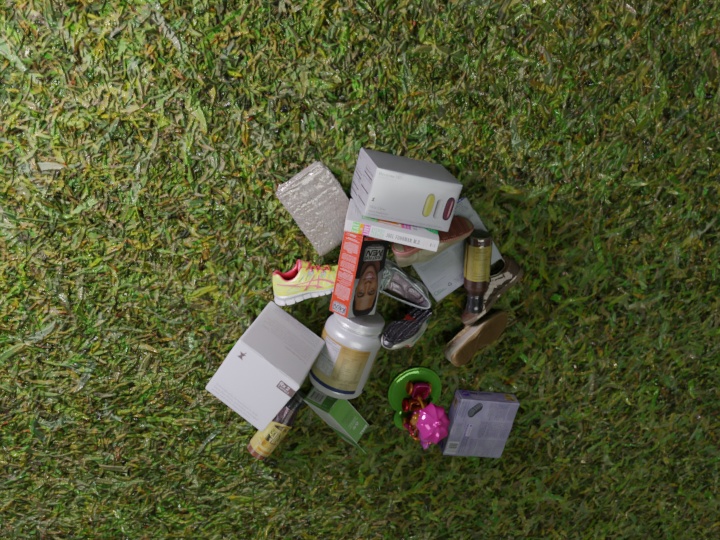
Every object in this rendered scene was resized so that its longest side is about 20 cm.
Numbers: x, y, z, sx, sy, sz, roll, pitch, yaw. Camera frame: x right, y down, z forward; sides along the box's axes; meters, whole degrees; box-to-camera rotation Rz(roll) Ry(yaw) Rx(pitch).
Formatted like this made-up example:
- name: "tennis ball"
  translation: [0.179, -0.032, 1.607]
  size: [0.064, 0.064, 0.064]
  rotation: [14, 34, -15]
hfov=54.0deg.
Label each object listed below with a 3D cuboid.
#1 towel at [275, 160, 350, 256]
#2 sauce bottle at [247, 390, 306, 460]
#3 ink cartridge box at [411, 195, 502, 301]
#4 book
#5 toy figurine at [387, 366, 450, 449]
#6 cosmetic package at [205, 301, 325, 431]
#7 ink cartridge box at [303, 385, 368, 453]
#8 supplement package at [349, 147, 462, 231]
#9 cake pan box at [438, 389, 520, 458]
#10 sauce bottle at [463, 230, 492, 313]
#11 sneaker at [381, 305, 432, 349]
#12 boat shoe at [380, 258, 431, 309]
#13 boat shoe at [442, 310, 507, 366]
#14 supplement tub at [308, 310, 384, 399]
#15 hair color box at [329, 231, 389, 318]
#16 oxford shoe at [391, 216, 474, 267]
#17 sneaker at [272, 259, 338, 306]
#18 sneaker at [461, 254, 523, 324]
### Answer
- name: "towel"
  translation: [-0.089, -0.138, 1.583]
  size: [0.132, 0.035, 0.201]
  rotation: [-32, 120, 4]
- name: "sauce bottle"
  translation: [-0.208, 0.389, 1.789]
  size: [0.066, 0.066, 0.200]
  rotation: [31, 103, -25]
- name: "ink cartridge box"
  translation: [0.212, -0.055, 1.693]
  size: [0.199, 0.041, 0.200]
  rotation: [-34, 117, 3]
- name: "book"
  translation: [0.066, -0.093, 1.523]
  size: [0.198, 0.134, 0.048]
  rotation: [13, 111, -4]
- name: "toy figurine"
  translation: [0.157, 0.381, 1.809]
  size: [0.149, 0.184, 0.201]
  rotation: [6, 114, -16]
- name: "cosmetic package"
  translation: [-0.209, 0.212, 1.587]
  size: [0.164, 0.200, 0.165]
  rotation: [37, 117, -2]
- name: "ink cartridge box"
  translation: [-0.048, 0.372, 1.784]
  size: [0.059, 0.103, 0.200]
  rotation: [-52, 130, -20]
- name: "supplement package"
  translation: [0.096, -0.178, 1.540]
  size: [0.198, 0.156, 0.112]
  rotation: [9, 113, -17]
- name: "cake pan box"
  translation: [0.326, 0.429, 1.950]
  size: [0.183, 0.052, 0.201]
  rotation: [7, 113, -15]
- name: "sauce bottle"
  translation: [0.276, 0.005, 1.679]
  size: [0.064, 0.065, 0.201]
  rotation: [-5, 117, -11]
- name: "sneaker"
  translation: [0.111, 0.159, 1.705]
  size: [0.070, 0.200, 0.094]
  rotation: [22, 122, 22]
- name: "boat shoe"
  translation: [0.084, 0.032, 1.688]
  size: [0.201, 0.065, 0.075]
  rotation: [31, 104, -22]
- name: "boat shoe"
  translation: [0.289, 0.161, 1.801]
  size: [0.199, 0.069, 0.074]
  rotation: [-34, 124, -20]
- name: "supplement tub"
  translation: [-0.031, 0.190, 1.692]
  size: [0.143, 0.145, 0.201]
  rotation: [14, 111, -19]
- name: "hair color box"
  translation: [0.000, 0.000, 1.593]
  size: [0.101, 0.061, 0.202]
  rotation: [-5, 111, -48]
- name: "oxford shoe"
  translation: [0.166, -0.066, 1.628]
  size: [0.199, 0.071, 0.074]
  rotation: [-17, 141, -6]
- name: "sneaker"
  translation: [-0.112, 0.012, 1.627]
  size: [0.199, 0.078, 0.091]
  rotation: [-19, 111, -7]
- name: "sneaker"
  translation: [0.312, 0.045, 1.764]
  size: [0.076, 0.070, 0.200]
  rotation: [44, 96, -8]
